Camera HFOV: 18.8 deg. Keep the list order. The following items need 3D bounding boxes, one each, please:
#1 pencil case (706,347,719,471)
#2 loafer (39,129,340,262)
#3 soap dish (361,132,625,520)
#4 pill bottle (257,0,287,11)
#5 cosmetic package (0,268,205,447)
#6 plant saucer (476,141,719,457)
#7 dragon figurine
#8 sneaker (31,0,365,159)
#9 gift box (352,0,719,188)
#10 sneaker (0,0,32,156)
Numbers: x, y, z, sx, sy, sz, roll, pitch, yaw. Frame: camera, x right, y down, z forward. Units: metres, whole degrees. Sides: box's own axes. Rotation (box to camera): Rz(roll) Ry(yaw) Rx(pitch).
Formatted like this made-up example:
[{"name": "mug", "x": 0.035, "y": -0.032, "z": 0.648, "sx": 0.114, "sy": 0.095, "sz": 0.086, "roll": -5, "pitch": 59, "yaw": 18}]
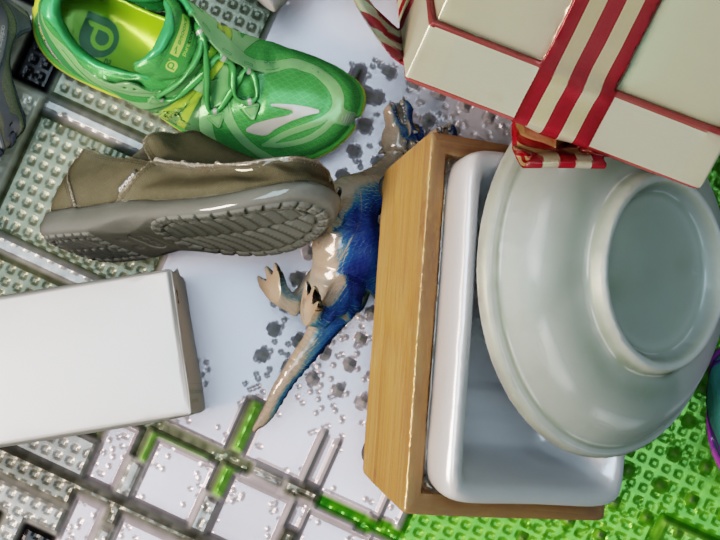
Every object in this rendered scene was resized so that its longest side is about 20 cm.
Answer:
[{"name": "pencil case", "x": 0.297, "y": 0.087, "z": 1.217, "sx": 0.198, "sy": 0.093, "sz": 0.085, "roll": 3, "pitch": 46, "yaw": -1}, {"name": "loafer", "x": -0.097, "y": -0.049, "z": 1.201, "sx": 0.199, "sy": 0.075, "sz": 0.070, "roll": -3, "pitch": 71, "yaw": 35}, {"name": "soap dish", "x": 0.076, "y": 0.034, "z": 1.195, "sx": 0.157, "sy": 0.081, "sz": 0.202, "roll": 7, "pitch": 86, "yaw": -42}, {"name": "pill bottle", "x": -0.006, "y": -0.245, "z": 1.225, "sx": 0.111, "sy": 0.111, "sz": 0.200, "roll": 45, "pitch": 88, "yaw": 2}, {"name": "cosmetic package", "x": -0.192, "y": 0.055, "z": 1.213, "sx": 0.199, "sy": 0.108, "sz": 0.085, "roll": -8, "pitch": 87, "yaw": 1}, {"name": "plant saucer", "x": 0.146, "y": 0.001, "z": 1.172, "sx": 0.199, "sy": 0.050, "sz": 0.202, "roll": 1, "pitch": 88, "yaw": -43}, {"name": "dragon figurine", "x": 0.000, "y": 0.000, "z": 1.227, "sx": 0.099, "sy": 0.059, "sz": 0.201, "roll": 9, "pitch": 92, "yaw": -39}, {"name": "sneaker", "x": -0.096, "y": -0.112, "z": 1.232, "sx": 0.199, "sy": 0.084, "sz": 0.075, "roll": 18, "pitch": 87, "yaw": 1}, {"name": "gift box", "x": 0.103, "y": -0.166, "z": 1.088, "sx": 0.199, "sy": 0.185, "sz": 0.188, "roll": 20, "pitch": 116, "yaw": -7}, {"name": "sneaker", "x": -0.233, "y": -0.069, "z": 1.236, "sx": 0.081, "sy": 0.074, "sz": 0.201, "roll": 5, "pitch": 106, "yaw": -38}]
